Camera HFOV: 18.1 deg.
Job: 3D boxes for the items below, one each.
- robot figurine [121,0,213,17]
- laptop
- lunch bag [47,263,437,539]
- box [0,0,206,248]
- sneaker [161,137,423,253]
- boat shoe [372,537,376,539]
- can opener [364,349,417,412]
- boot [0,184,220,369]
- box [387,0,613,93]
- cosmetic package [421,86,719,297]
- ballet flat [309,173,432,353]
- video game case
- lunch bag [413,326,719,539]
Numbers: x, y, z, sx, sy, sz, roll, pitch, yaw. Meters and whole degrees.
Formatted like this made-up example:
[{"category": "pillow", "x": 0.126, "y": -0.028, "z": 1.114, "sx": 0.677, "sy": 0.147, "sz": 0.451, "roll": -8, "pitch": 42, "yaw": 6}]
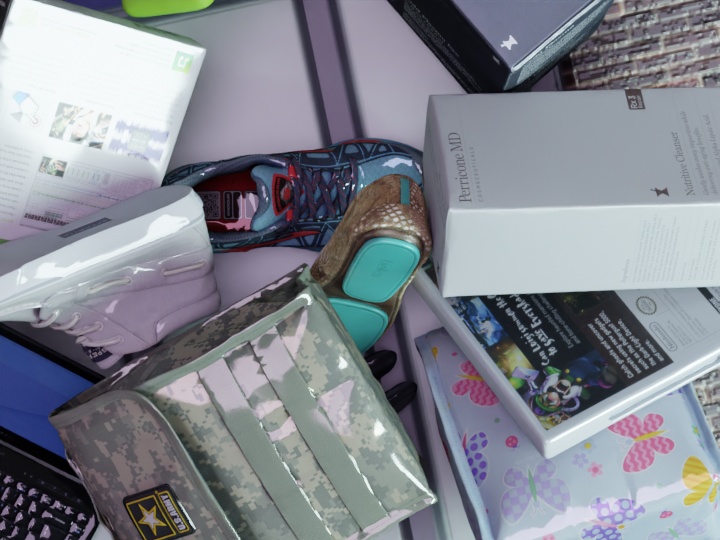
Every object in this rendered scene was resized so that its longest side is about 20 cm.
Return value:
[{"category": "robot figurine", "x": -0.106, "y": -0.259, "z": 1.492, "sx": 0.115, "sy": 0.176, "sz": 0.201, "roll": -5, "pitch": 46, "yaw": 33}, {"category": "laptop", "x": -0.248, "y": 0.142, "z": 1.496, "sx": 0.177, "sy": 0.103, "sz": 0.201, "roll": 29, "pitch": 85, "yaw": -13}, {"category": "lunch bag", "x": -0.079, "y": 0.116, "z": 1.425, "sx": 0.199, "sy": 0.118, "sz": 0.164, "roll": -30, "pitch": 100, "yaw": 4}, {"category": "box", "x": -0.197, "y": -0.071, "z": 1.463, "sx": 0.144, "sy": 0.036, "sz": 0.201, "roll": 14, "pitch": 100, "yaw": -33}, {"category": "sneaker", "x": -0.046, "y": -0.043, "z": 1.515, "sx": 0.199, "sy": 0.096, "sz": 0.080, "roll": -9, "pitch": 91, "yaw": 3}, {"category": "boat shoe", "x": -0.062, "y": 0.208, "z": 1.523, "sx": 0.075, "sy": 0.068, "sz": 0.200, "roll": 44, "pitch": 91, "yaw": 4}, {"category": "can opener", "x": -0.051, "y": 0.120, "z": 1.530, "sx": 0.199, "sy": 0.079, "sz": 0.064, "roll": -26, "pitch": 82, "yaw": -8}, {"category": "boot", "x": -0.180, "y": 0.022, "z": 1.438, "sx": 0.199, "sy": 0.074, "sz": 0.096, "roll": -21, "pitch": 109, "yaw": -20}, {"category": "box", "x": 0.066, "y": -0.217, "z": 1.468, "sx": 0.104, "sy": 0.182, "sz": 0.200, "roll": -41, "pitch": 87, "yaw": -4}, {"category": "cosmetic package", "x": 0.142, "y": -0.051, "z": 1.430, "sx": 0.199, "sy": 0.081, "sz": 0.113, "roll": -2, "pitch": 46, "yaw": -8}, {"category": "ballet flat", "x": 0.000, "y": 0.000, "z": 1.488, "sx": 0.070, "sy": 0.200, "sz": 0.066, "roll": 18, "pitch": 57, "yaw": -16}, {"category": "video game case", "x": 0.144, "y": 0.010, "z": 1.467, "sx": 0.181, "sy": 0.023, "sz": 0.200, "roll": -27, "pitch": 52, "yaw": -13}, {"category": "lunch bag", "x": 0.139, "y": 0.103, "z": 1.485, "sx": 0.169, "sy": 0.127, "sz": 0.201, "roll": -18, "pitch": 56, "yaw": -1}]
